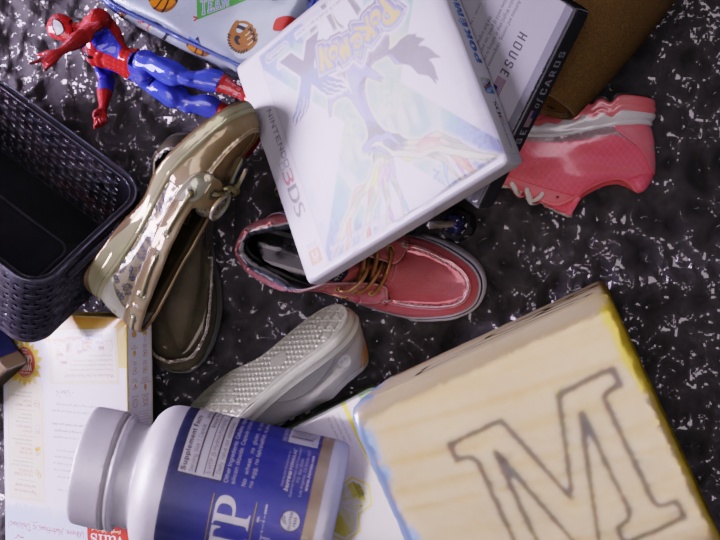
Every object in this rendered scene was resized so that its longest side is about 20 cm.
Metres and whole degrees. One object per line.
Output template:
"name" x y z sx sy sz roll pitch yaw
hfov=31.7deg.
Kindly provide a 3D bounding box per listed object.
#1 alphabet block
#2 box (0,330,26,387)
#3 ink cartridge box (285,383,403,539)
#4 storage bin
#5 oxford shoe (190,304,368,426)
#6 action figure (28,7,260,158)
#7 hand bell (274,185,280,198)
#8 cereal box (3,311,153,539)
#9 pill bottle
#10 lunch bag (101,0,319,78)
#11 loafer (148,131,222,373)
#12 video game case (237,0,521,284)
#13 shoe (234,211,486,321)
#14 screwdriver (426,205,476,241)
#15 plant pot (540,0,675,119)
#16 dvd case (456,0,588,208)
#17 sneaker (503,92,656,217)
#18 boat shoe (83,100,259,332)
"alphabet block" 0.132 0.138 0.940 0.198 0.195 0.198 -25 89 11
"box" -0.380 0.030 1.089 0.121 0.032 0.201 -38 81 30
"ink cartridge box" -0.041 0.201 1.046 0.198 0.048 0.147 -27 88 7
"storage bin" -0.295 -0.057 1.028 0.199 0.094 0.135 36 53 7
"oxford shoe" -0.073 0.104 1.042 0.199 0.075 0.058 -35 122 11
"action figure" -0.181 -0.142 1.007 0.198 0.066 0.099 30 56 12
"hand bell" -0.001 -0.149 1.021 0.103 0.104 0.203 9 81 10
"cereal box" -0.238 0.136 1.063 0.142 0.039 0.203 2 93 30
"pill bottle" -0.114 0.169 0.962 0.197 0.120 0.121 12 94 2
"lunch bag" -0.113 -0.254 1.033 0.198 0.076 0.162 28 94 7
"loafer" -0.157 -0.015 1.048 0.074 0.070 0.203 0 91 10
"video game case" 0.005 -0.114 0.904 0.199 0.022 0.184 -30 73 37
"shoe" 0.000 0.000 1.007 0.197 0.091 0.072 14 99 10
"screwdriver" 0.069 -0.035 0.940 0.029 0.200 0.028 -5 91 7
"plant pot" 0.155 -0.220 0.918 0.185 0.186 0.202 24 91 9
"dvd case" 0.050 -0.160 0.893 0.200 0.025 0.152 40 117 31
"sneaker" 0.137 -0.082 0.992 0.197 0.074 0.088 -10 91 10
"boat shoe" -0.133 -0.042 0.973 0.063 0.073 0.200 44 112 10
